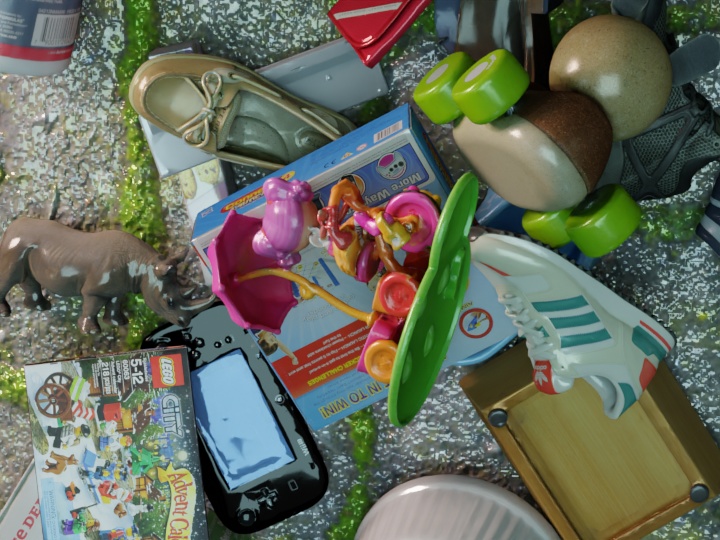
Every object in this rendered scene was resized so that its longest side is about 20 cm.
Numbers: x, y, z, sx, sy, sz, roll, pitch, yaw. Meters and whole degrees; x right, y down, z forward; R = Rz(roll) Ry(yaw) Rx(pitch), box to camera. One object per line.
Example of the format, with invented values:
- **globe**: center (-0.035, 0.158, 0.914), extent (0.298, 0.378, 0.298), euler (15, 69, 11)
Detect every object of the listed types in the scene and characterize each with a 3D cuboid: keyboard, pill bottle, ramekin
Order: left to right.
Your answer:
- **pill bottle**: center (-0.267, -0.265, 1.637), extent (0.119, 0.120, 0.201), euler (15, 107, 1)
- **keyboard**: center (-0.078, -0.135, 1.687), extent (0.199, 0.011, 0.057), euler (-21, 111, -4)
- **ramekin**: center (0.075, 0.280, 1.750), extent (0.201, 0.094, 0.203), euler (8, 117, 17)

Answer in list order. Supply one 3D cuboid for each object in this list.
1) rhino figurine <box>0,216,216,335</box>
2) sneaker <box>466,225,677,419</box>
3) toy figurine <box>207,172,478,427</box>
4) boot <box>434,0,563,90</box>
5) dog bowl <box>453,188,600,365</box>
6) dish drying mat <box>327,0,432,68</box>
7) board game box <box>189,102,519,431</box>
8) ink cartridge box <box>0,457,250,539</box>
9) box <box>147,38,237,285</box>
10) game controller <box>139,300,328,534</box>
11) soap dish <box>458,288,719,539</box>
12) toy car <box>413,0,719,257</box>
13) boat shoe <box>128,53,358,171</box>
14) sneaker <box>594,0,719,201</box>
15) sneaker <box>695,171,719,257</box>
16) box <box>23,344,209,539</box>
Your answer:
- **rhino figurine**: center (-0.214, 0.006, 1.733), extent (0.199, 0.060, 0.088), euler (9, 108, 13)
- **sneaker**: center (0.149, 0.043, 1.605), extent (0.199, 0.070, 0.094), euler (32, 83, -23)
- **toy figurine**: center (-0.023, -0.006, 1.542), extent (0.183, 0.150, 0.201), euler (19, 117, 14)
- **boot**: center (0.104, -0.172, 1.660), extent (0.096, 0.075, 0.201), euler (11, 103, 18)
- **dog bowl**: center (0.114, 0.000, 1.712), extent (0.200, 0.050, 0.112), euler (-41, 98, 15)
- **dish drying mat**: center (0.053, -0.255, 1.635), extent (0.018, 0.077, 0.200), euler (24, 114, -44)
- **board game box**: center (0.000, 0.000, 1.651), extent (0.199, 0.056, 0.196), euler (-26, 113, 13)
- **ink cartridge box**: center (-0.217, 0.247, 1.801), extent (0.199, 0.088, 0.146), euler (31, 106, -5)
- **box**: center (-0.130, -0.089, 1.716), extent (0.041, 0.039, 0.201), euler (-10, 105, 8)
- **game controller**: center (-0.107, 0.125, 1.777), extent (0.104, 0.042, 0.201), euler (-23, 103, 12)
- **soap dish**: center (0.197, 0.139, 1.728), extent (0.157, 0.081, 0.200), euler (-31, 102, 14)
- **toy car**: center (0.174, -0.138, 1.564), extent (0.200, 0.158, 0.164), euler (-45, 107, -10)
- **boat shoe**: center (-0.085, -0.116, 1.652), extent (0.200, 0.063, 0.073), euler (22, 103, -18)
- **sneaker**: center (0.244, -0.148, 1.642), extent (0.114, 0.076, 0.201), euler (5, 110, 3)
- **sneaker**: center (0.365, -0.017, 1.668), extent (0.199, 0.070, 0.109), euler (30, 103, 4)
- **box**: center (-0.199, 0.169, 1.724), extent (0.136, 0.038, 0.201), euler (-7, 91, -3)
